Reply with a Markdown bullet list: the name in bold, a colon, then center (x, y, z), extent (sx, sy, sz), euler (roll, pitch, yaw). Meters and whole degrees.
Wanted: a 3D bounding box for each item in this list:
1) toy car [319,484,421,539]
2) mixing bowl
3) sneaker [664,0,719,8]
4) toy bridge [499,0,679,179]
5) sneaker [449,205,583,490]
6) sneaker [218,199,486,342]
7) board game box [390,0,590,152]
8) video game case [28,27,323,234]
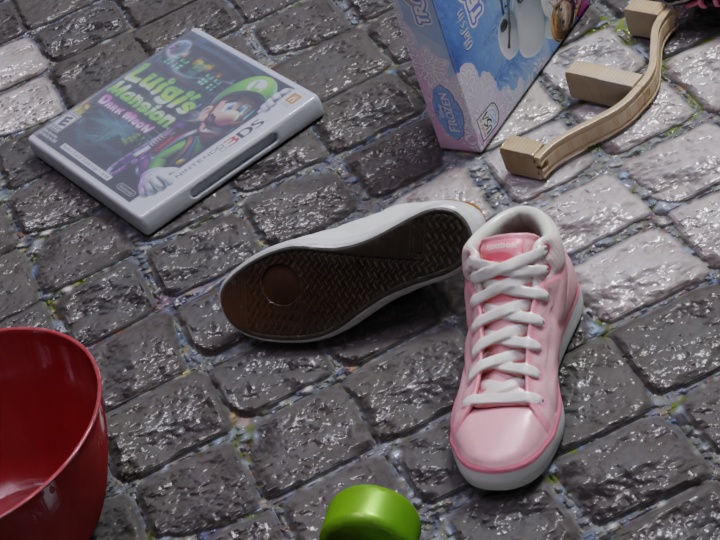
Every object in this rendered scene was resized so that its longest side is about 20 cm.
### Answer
- **toy car**: center (-0.030, 0.246, 1.205), extent (0.200, 0.158, 0.164), euler (-35, 22, 34)
- **mixing bowl**: center (-0.243, 0.143, 1.430), extent (0.199, 0.109, 0.200), euler (-15, 37, 11)
- **sneaker**: center (0.281, -0.223, 1.659), extent (0.095, 0.079, 0.200), euler (-31, 29, -6)
- **toy bridge**: center (0.187, -0.138, 1.633), extent (0.067, 0.027, 0.200), euler (16, 51, 37)
- **sneaker**: center (0.092, 0.040, 1.393), extent (0.075, 0.105, 0.201), euler (-3, 41, 21)
- **sneaker**: center (0.000, 0.000, 1.539), extent (0.199, 0.073, 0.085), euler (-16, 5, 19)
- **board game box**: center (0.096, -0.230, 1.649), extent (0.043, 0.200, 0.199), euler (9, 47, 34)
- **video game case**: center (-0.155, -0.120, 1.790), extent (0.182, 0.023, 0.200), euler (-36, 38, -18)
